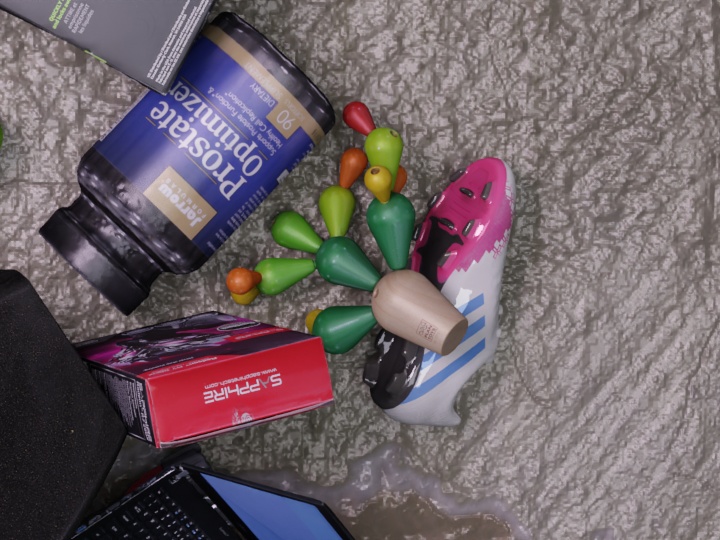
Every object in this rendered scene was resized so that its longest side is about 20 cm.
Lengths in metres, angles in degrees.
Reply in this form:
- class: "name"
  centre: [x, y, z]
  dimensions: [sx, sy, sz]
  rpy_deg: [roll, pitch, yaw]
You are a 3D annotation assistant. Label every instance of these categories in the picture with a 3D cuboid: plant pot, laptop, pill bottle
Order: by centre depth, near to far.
- class: "plant pot"
  centre: [-0.273, 0.102, 1.485]
  dimensions: [0.177, 0.199, 0.200]
  rpy_deg: [-43, 114, -27]
- class: "laptop"
  centre: [-0.094, 0.220, 1.590]
  dimensions: [0.200, 0.103, 0.177]
  rpy_deg: [-34, 139, 0]
- class: "pill bottle"
  centre: [-0.121, -0.070, 1.590]
  dimensions: [0.112, 0.112, 0.200]
  rpy_deg: [44, 87, -14]

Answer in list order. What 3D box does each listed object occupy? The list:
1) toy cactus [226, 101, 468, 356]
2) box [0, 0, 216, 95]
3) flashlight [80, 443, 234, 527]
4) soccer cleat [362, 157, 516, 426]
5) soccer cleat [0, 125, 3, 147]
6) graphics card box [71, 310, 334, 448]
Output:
- class: "toy cactus"
  centre: [0.000, 0.000, 1.614]
  dimensions: [0.165, 0.102, 0.200]
  rpy_deg: [34, 101, 24]
- class: "box"
  centre: [-0.195, -0.219, 1.534]
  dimensions: [0.200, 0.149, 0.125]
  rpy_deg: [28, 92, -15]
- class: "flashlight"
  centre: [-0.187, 0.196, 1.639]
  dimensions: [0.200, 0.068, 0.068]
  rpy_deg: [-29, 113, -2]
- class: "soccer cleat"
  centre: [0.072, 0.018, 1.676]
  dimensions: [0.086, 0.070, 0.200]
  rpy_deg: [24, 91, -36]
- class: "soccer cleat"
  centre: [-0.321, -0.038, 1.565]
  dimensions: [0.200, 0.081, 0.068]
  rpy_deg: [-44, 104, -4]
- class: "graphics card box"
  centre: [-0.114, 0.070, 1.556]
  dimensions: [0.125, 0.200, 0.051]
  rpy_deg: [-14, 99, -22]
